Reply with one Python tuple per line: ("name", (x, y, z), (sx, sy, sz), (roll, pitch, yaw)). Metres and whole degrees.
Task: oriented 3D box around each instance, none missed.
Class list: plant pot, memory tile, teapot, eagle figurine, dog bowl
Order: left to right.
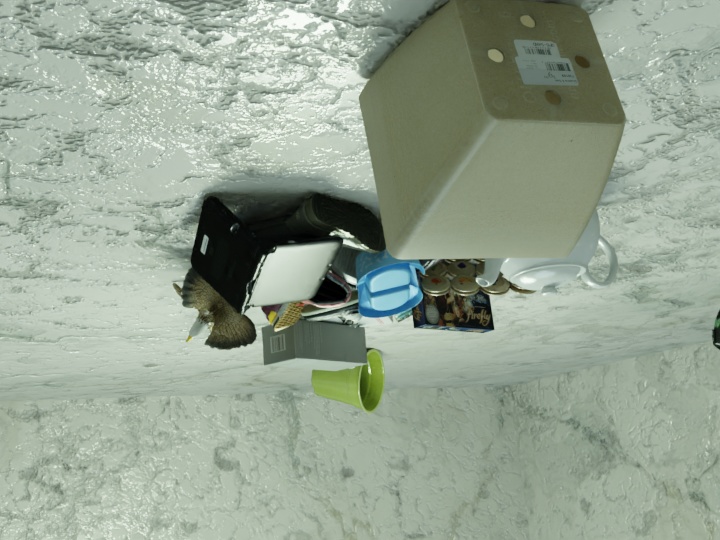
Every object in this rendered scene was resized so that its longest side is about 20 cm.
("eagle figurine", (-0.263, 0.072, 1.453), (0.151, 0.151, 0.200), (11, 168, -18))
("plant pot", (-0.047, 0.342, 2.551), (0.189, 0.201, 0.200), (2, 170, 26))
("dog bowl", (0.043, 0.015, 1.317), (0.111, 0.050, 0.200), (-13, 154, -4))
("memory tile", (0.199, -0.003, 1.395), (0.199, 0.153, 0.017), (0, 122, 0))
("plant pot", (0.129, -0.141, 0.756), (0.199, 0.201, 0.177), (-1, 152, -18))
("teapot", (0.297, -0.031, 1.290), (0.199, 0.147, 0.197), (-12, 164, 21))

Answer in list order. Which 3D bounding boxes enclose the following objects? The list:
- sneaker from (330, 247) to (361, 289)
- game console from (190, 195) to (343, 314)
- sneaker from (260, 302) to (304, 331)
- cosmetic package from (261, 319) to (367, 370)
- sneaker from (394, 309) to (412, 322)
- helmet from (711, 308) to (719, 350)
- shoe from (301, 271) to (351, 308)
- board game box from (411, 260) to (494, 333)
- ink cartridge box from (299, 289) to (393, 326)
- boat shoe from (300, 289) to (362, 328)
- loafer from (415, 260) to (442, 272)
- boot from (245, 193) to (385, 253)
("sneaker", (0.000, 0.000, 1.424), (0.079, 0.079, 0.200), (-25, 158, 38))
("game console", (-0.145, -0.027, 1.197), (0.116, 0.176, 0.200), (-42, 171, -32))
("sneaker", (-0.132, 0.023, 1.482), (0.075, 0.090, 0.200), (-15, 150, -48))
("cosmetic package", (-0.090, 0.153, 1.634), (0.107, 0.090, 0.200), (-18, 163, 41))
("sneaker", (0.124, 0.029, 1.603), (0.078, 0.087, 0.200), (-28, 177, 39))
("helmet", (1.074, 0.151, 2.193), (0.200, 0.191, 0.200), (26, 178, 1))
("shoe", (-0.112, 0.013, 1.346), (0.200, 0.072, 0.091), (20, 173, -9))
("board game box", (0.176, 0.048, 1.564), (0.200, 0.136, 0.035), (7, 161, -42))
("ink cartridge box", (-0.043, 0.068, 1.654), (0.199, 0.084, 0.145), (-7, 164, 10))
("boat shoe", (-0.010, 0.072, 1.494), (0.199, 0.066, 0.074), (-18, -163, -17))
("loafer", (0.133, -0.045, 1.332), (0.063, 0.072, 0.200), (-3, 163, -27))
("boot", (-0.086, -0.046, 1.234), (0.182, 0.073, 0.200), (25, 142, -38))
